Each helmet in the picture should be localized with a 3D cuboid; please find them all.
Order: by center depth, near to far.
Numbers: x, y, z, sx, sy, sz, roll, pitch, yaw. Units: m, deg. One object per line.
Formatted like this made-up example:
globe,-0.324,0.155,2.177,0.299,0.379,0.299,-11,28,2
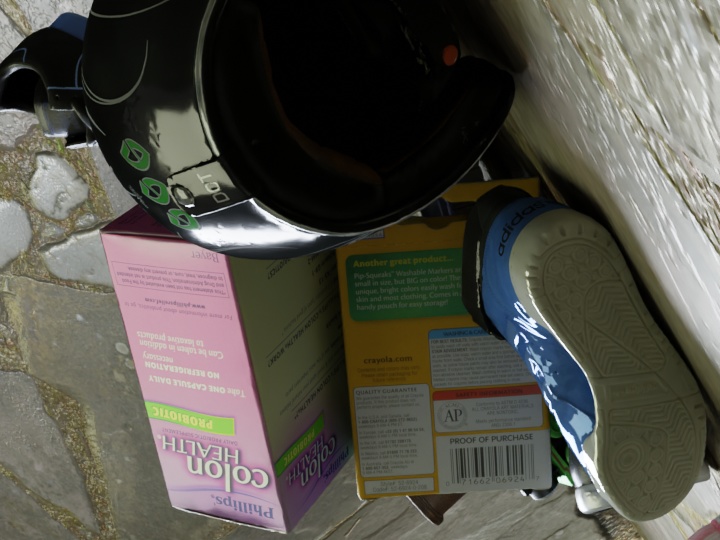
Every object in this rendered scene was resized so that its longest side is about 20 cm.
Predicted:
helmet,-0.038,-0.104,0.580,0.201,0.200,0.190,53,165,-24

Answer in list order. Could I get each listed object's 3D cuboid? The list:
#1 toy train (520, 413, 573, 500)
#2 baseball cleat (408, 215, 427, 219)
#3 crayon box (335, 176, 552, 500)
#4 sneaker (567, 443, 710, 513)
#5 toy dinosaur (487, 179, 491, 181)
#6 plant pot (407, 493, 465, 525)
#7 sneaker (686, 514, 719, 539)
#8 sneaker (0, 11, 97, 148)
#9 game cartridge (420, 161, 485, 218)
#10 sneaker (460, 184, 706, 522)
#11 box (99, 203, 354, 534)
toy train,0.087,0.074,0.807,0.201,0.056,0.042,53,160,-13
baseball cleat,0.000,0.000,0.908,0.199,0.069,0.108,16,132,62
crayon box,0.053,0.038,0.743,0.052,0.124,0.203,-84,-10,-71
sneaker,0.177,0.092,0.786,0.200,0.072,0.113,17,-121,-67
toy dinosaur,0.120,0.025,0.859,0.200,0.077,0.102,50,170,-23
plant pot,0.089,0.078,1.023,0.201,0.197,0.200,55,-178,-2
sneaker,0.265,0.255,0.895,0.076,0.104,0.200,53,-179,41
sneaker,-0.149,-0.104,0.747,0.198,0.078,0.071,20,143,33
game cartridge,0.051,-0.083,0.841,0.200,0.038,0.131,-117,4,-77
sneaker,0.119,0.041,0.666,0.201,0.076,0.111,59,174,-26
box,-0.058,0.029,0.775,0.176,0.095,0.203,-45,-48,-50
